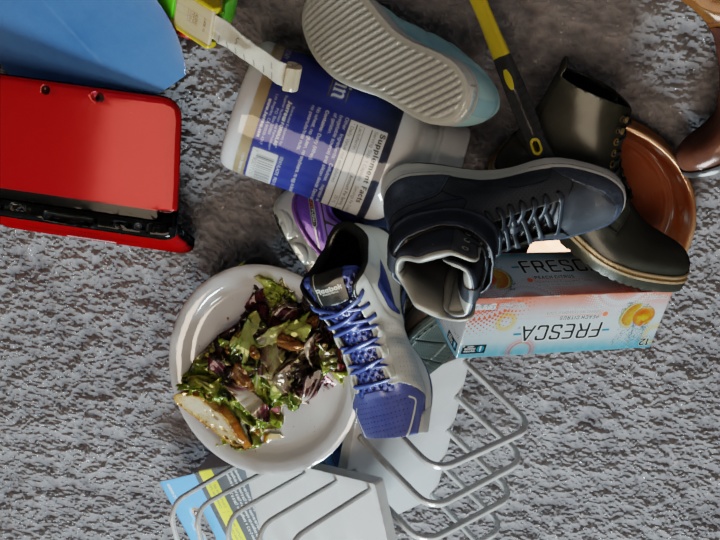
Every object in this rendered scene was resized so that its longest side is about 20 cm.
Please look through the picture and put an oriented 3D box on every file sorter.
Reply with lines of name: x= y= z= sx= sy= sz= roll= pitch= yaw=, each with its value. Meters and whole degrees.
file sorter: x=-0.074 y=0.271 z=1.290 sx=0.199 sy=0.124 sz=0.140 roll=4 pitch=112 yaw=47
file sorter: x=0.069 y=0.205 z=1.316 sx=0.124 sy=0.138 sz=0.201 roll=41 pitch=136 yaw=37

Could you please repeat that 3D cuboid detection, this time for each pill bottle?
pill bottle: x=-0.012 y=-0.112 z=1.162 sx=0.198 sy=0.116 sz=0.116 roll=20 pitch=125 yaw=-4

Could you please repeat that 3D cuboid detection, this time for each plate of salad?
plate of salad: x=-0.095 y=0.095 z=1.247 sx=0.198 sy=0.048 sz=0.202 roll=3 pitch=99 yaw=21

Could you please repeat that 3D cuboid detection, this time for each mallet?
mallet: x=0.121 y=-0.186 z=1.094 sx=0.066 sy=0.041 sz=0.201 roll=-29 pitch=91 yaw=25

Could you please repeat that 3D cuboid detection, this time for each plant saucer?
plant saucer: x=0.202 y=-0.054 z=1.215 sx=0.198 sy=0.032 sz=0.202 roll=5 pitch=125 yaw=8

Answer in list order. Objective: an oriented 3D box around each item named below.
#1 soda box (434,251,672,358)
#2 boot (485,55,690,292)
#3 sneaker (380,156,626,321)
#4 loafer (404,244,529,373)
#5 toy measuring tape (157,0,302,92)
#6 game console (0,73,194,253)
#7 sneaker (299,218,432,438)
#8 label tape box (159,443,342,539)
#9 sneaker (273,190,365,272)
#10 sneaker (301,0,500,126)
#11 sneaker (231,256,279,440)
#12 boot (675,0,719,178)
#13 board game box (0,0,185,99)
soda box: x=0.167 y=0.028 z=1.172 sx=0.198 sy=0.064 sz=0.069 roll=-1 pitch=128 yaw=-21
boot: x=0.218 y=-0.077 z=1.136 sx=0.199 sy=0.078 sz=0.139 roll=25 pitch=120 yaw=-9
sneaker: x=0.117 y=-0.023 z=1.058 sx=0.200 sy=0.147 sz=0.078 roll=-2 pitch=125 yaw=2
loafer: x=0.077 y=0.020 z=1.219 sx=0.072 sy=0.063 sz=0.200 roll=14 pitch=121 yaw=-46
toy measuring tape: x=-0.108 y=-0.212 z=1.115 sx=0.199 sy=0.073 sz=0.074 roll=35 pitch=129 yaw=23
game console: x=-0.254 y=-0.095 z=1.242 sx=0.198 sy=0.172 sz=0.120 roll=9 pitch=84 yaw=4
sneaker: x=-0.003 y=0.045 z=1.153 sx=0.080 sy=0.115 sz=0.202 roll=-13 pitch=77 yaw=30
label tape box: x=-0.095 y=0.244 z=1.450 sx=0.198 sy=0.063 sz=0.145 roll=-12 pitch=120 yaw=18
sneaker: x=0.000 y=0.000 z=1.255 sx=0.083 sy=0.081 sz=0.201 roll=-33 pitch=108 yaw=5
sneaker: x=0.033 y=-0.172 z=1.114 sx=0.200 sy=0.082 sz=0.074 roll=42 pitch=111 yaw=30
sneaker: x=-0.100 y=0.090 z=1.323 sx=0.080 sy=0.074 sz=0.202 roll=-12 pitch=93 yaw=42
boot: x=0.282 y=-0.193 z=1.084 sx=0.200 sy=0.069 sz=0.188 roll=42 pitch=121 yaw=-17
board game box: x=-0.237 y=-0.211 z=1.167 sx=0.199 sy=0.039 sz=0.158 roll=-25 pitch=116 yaw=41
